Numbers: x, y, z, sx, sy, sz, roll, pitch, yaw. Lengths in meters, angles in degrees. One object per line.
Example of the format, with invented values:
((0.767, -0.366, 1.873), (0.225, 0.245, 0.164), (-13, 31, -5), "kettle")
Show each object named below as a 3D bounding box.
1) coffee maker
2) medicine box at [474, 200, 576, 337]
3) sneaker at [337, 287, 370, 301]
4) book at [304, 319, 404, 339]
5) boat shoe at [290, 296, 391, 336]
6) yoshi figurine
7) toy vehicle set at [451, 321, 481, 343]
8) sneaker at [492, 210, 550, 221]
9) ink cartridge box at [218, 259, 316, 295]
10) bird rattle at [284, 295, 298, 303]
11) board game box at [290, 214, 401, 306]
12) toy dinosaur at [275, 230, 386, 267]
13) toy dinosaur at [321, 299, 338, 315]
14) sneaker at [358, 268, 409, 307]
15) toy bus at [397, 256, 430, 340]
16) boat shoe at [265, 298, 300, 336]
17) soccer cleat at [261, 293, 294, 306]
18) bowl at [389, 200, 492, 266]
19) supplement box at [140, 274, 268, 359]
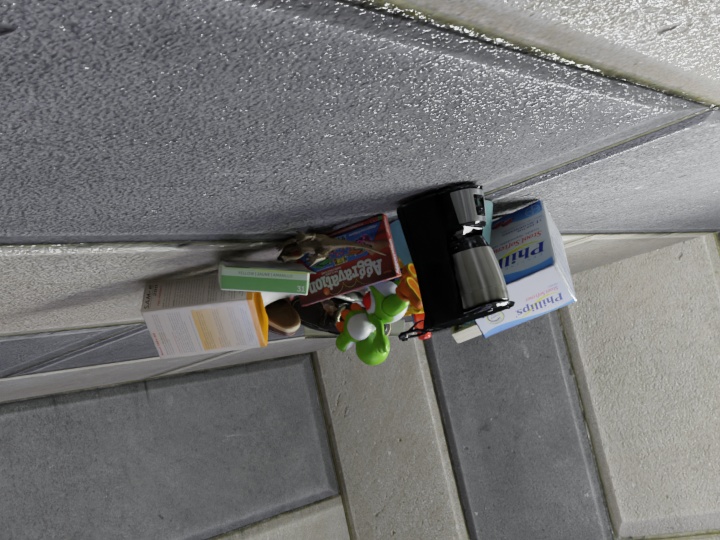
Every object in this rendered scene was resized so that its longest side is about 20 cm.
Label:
((0.124, -0.015, 1.489), (0.189, 0.203, 0.135), (-16, 170, 2), "coffee maker")
((0.280, -0.004, 1.743), (0.180, 0.103, 0.201), (-24, -148, 19), "medicine box")
((0.000, 0.000, 1.704), (0.073, 0.117, 0.199), (-24, 169, 39), "sneaker")
((-0.013, 0.111, 1.922), (0.197, 0.049, 0.134), (0, 178, 0), "book")
((-0.039, 0.084, 1.781), (0.198, 0.073, 0.066), (14, 173, 4), "boat shoe")
((0.046, 0.090, 1.643), (0.112, 0.113, 0.200), (14, 133, -47), "yoshi figurine")
((0.265, 0.054, 1.807), (0.198, 0.027, 0.125), (-24, -148, 19), "toy vehicle set")
((0.293, -0.058, 1.873), (0.197, 0.095, 0.070), (-11, 172, -17), "sneaker")
((-0.152, 0.013, 1.520), (0.143, 0.049, 0.200), (3, -175, -10), "ink cartridge box")
((-0.132, 0.065, 1.899), (0.197, 0.115, 0.163), (-7, -179, -26), "bird rattle")
((-0.030, -0.014, 1.595), (0.198, 0.105, 0.019), (-18, 173, 31), "board game box")
((-0.065, -0.042, 1.546), (0.197, 0.059, 0.101), (-2, -172, 29), "toy dinosaur")
((-0.074, 0.011, 1.746), (0.060, 0.106, 0.201), (-34, -153, 22), "toy dinosaur")
((0.042, 0.038, 1.771), (0.081, 0.075, 0.200), (2, 172, -14), "sneaker")
((0.122, 0.037, 1.904), (0.134, 0.195, 0.200), (-11, 171, -6), "toy bus")
((-0.190, 0.086, 1.798), (0.198, 0.073, 0.072), (23, -146, 33), "boat shoe")
((-0.150, 0.016, 1.771), (0.069, 0.079, 0.199), (25, -145, 36), "soccer cleat")
((0.148, -0.045, 1.679), (0.198, 0.107, 0.201), (-13, 172, -2), "bowl")
((-0.269, 0.078, 1.669), (0.197, 0.074, 0.127), (-6, 134, 3), "supplement box")
